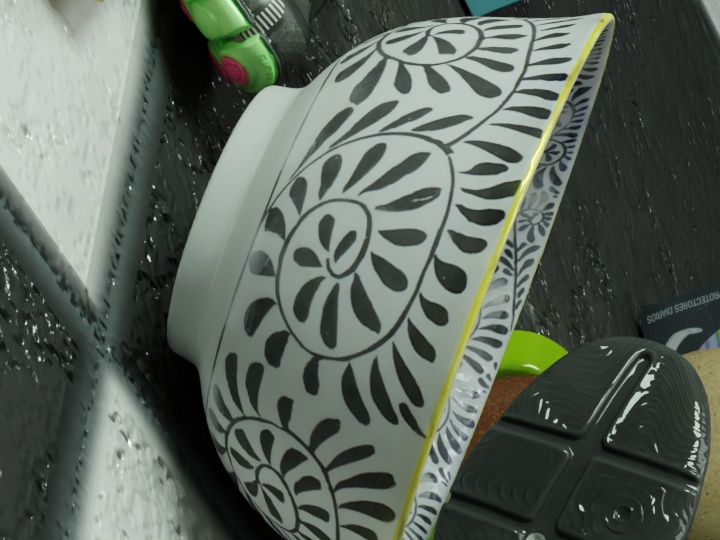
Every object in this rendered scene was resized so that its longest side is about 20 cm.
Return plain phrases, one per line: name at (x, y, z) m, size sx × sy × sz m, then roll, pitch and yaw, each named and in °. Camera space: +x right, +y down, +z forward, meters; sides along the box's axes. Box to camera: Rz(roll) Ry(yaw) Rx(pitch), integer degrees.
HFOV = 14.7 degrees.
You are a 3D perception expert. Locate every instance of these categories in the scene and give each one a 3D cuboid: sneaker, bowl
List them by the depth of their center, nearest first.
bowl at (0.000, 0.000, 0.853) m, size 0.201 × 0.094 × 0.201 m, roll 21°, pitch 90°, yaw -83°
sneaker at (0.061, 0.125, 0.920) m, size 0.115 × 0.076 × 0.201 m, roll 63°, pitch 49°, yaw -68°
sneaker at (-0.022, -0.130, 0.992) m, size 0.077 × 0.084 × 0.200 m, roll 61°, pitch 20°, yaw -24°

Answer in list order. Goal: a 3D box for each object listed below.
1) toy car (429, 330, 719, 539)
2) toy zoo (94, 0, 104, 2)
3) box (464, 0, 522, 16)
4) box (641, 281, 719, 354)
toy car at (0.132, 0.091, 1.019) m, size 0.158 × 0.200 × 0.164 m, roll 63°, pitch 20°, yaw -21°
toy zoo at (-0.066, -0.173, 0.887) m, size 0.200 × 0.020 × 0.131 m, roll -65°, pitch 166°, yaw -56°
box at (0.072, -0.203, 1.392) m, size 0.082 × 0.049 × 0.200 m, roll 63°, pitch 19°, yaw -20°
box at (0.222, 0.104, 1.387) m, size 0.106 × 0.122 × 0.200 m, roll 52°, pitch 25°, yaw -45°
